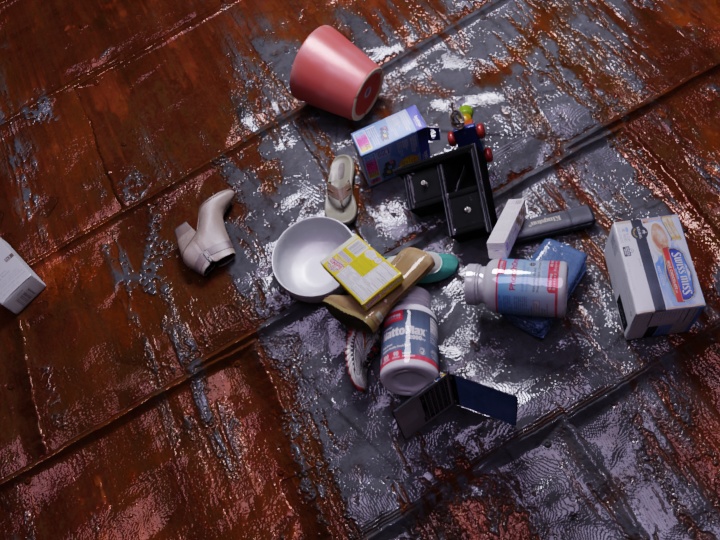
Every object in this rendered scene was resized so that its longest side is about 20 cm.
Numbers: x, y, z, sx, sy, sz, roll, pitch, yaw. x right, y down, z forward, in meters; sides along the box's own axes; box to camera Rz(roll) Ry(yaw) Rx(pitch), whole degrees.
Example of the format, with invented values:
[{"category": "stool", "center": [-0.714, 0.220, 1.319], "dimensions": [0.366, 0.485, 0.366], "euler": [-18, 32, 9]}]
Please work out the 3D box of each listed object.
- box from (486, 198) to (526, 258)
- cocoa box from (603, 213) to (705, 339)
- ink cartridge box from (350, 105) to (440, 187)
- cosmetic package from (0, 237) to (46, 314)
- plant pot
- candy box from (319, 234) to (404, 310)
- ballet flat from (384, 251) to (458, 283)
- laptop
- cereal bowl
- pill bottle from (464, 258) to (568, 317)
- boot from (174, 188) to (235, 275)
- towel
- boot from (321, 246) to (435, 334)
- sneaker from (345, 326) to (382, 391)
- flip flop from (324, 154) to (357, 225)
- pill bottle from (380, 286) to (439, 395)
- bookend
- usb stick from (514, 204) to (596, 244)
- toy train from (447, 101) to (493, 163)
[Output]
[{"category": "box", "center": [0.312, -0.091, 1.493], "dimensions": [0.041, 0.039, 0.201], "euler": [-2, 31, 27]}, {"category": "cocoa box", "center": [0.576, 0.013, 1.392], "dimensions": [0.128, 0.134, 0.204], "euler": [-8, 63, 7]}, {"category": "ink cartridge box", "center": [0.088, -0.295, 1.648], "dimensions": [0.197, 0.137, 0.077], "euler": [-25, 63, -1]}, {"category": "cosmetic package", "center": [-0.879, 0.005, 1.739], "dimensions": [0.199, 0.074, 0.102], "euler": [37, 75, 24]}, {"category": "plant pot", "center": [-0.050, -0.478, 1.748], "dimensions": [0.176, 0.201, 0.202], "euler": [32, 73, 15]}, {"category": "candy box", "center": [0.000, 0.000, 1.445], "dimensions": [0.102, 0.027, 0.200], "euler": [-39, 38, -7]}, {"category": "ballet flat", "center": [0.117, -0.008, 1.536], "dimensions": [0.196, 0.071, 0.069], "euler": [-9, 62, 7]}, {"category": "laptop", "center": [0.179, 0.276, 1.314], "dimensions": [0.198, 0.188, 0.117], "euler": [-34, 61, -7]}, {"category": "cereal bowl", "center": [-0.095, -0.016, 1.577], "dimensions": [0.196, 0.084, 0.204], "euler": [-5, 64, 9]}, {"category": "pill bottle", "center": [0.310, 0.033, 1.402], "dimensions": [0.196, 0.109, 0.111], "euler": [3, 64, 18]}, {"category": "boot", "center": [-0.345, -0.086, 1.681], "dimensions": [0.199, 0.070, 0.146], "euler": [-41, 69, -9]}, {"category": "towel", "center": [0.383, 0.034, 1.471], "dimensions": [0.111, 0.049, 0.201], "euler": [29, 74, 27]}, {"category": "boot", "center": [0.037, 0.033, 1.459], "dimensions": [0.174, 0.067, 0.200], "euler": [20, 60, 44]}, {"category": "sneaker", "center": [0.013, 0.152, 1.474], "dimensions": [0.080, 0.078, 0.204], "euler": [1, 64, 11]}, {"category": "flip flop", "center": [-0.048, -0.196, 1.671], "dimensions": [0.079, 0.058, 0.204], "euler": [-2, 63, 11]}, {"category": "pill bottle", "center": [0.100, 0.138, 1.433], "dimensions": [0.117, 0.121, 0.203], "euler": [-4, 51, 9]}, {"category": "bookend", "center": [0.191, -0.148, 1.560], "dimensions": [0.196, 0.092, 0.203], "euler": [-14, 77, 22]}, {"category": "usb stick", "center": [0.412, -0.099, 1.540], "dimensions": [0.196, 0.033, 0.056], "euler": [-13, 56, 6]}, {"category": "toy train", "center": [0.238, -0.335, 1.597], "dimensions": [0.083, 0.201, 0.117], "euler": [-12, 45, 19]}]
